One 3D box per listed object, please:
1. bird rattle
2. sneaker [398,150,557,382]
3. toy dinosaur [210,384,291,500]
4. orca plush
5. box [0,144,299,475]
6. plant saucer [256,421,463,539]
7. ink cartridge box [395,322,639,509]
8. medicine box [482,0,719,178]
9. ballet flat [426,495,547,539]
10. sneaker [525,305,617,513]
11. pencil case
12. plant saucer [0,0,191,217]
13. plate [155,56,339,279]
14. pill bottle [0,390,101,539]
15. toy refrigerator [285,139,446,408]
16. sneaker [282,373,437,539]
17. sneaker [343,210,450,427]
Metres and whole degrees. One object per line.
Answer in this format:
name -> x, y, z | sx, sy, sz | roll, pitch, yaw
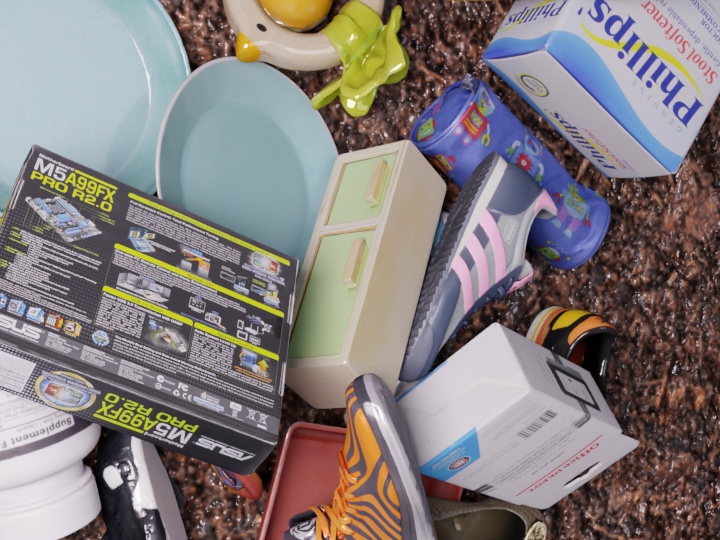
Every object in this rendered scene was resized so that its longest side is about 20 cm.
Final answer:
bird rattle -> -0.027, -0.226, 0.858 | 0.161, 0.113, 0.203 | -2, 86, -16
sneaker -> 0.094, 0.008, 0.875 | 0.081, 0.070, 0.202 | 30, 79, -12
toy dinosaur -> -0.133, 0.107, 0.805 | 0.200, 0.104, 0.183 | -37, 108, -52
orca plush -> -0.167, 0.214, 0.837 | 0.070, 0.106, 0.202 | -17, 120, 2
box -> -0.140, 0.024, 0.704 | 0.198, 0.044, 0.161 | 23, 42, -20
plant saucer -> -0.012, 0.228, 0.911 | 0.198, 0.037, 0.203 | 14, 90, -38
ink cartridge box -> 0.132, 0.127, 0.909 | 0.116, 0.068, 0.199 | -39, 141, 20
medicine box -> 0.241, -0.217, 1.001 | 0.182, 0.103, 0.201 | 37, 76, -24
ballet flat -> 0.093, 0.220, 0.933 | 0.199, 0.046, 0.068 | 19, 92, -37
sneaker -> 0.176, 0.132, 0.993 | 0.069, 0.090, 0.203 | 18, 85, -27
pencil case -> 0.133, -0.086, 0.967 | 0.199, 0.078, 0.087 | 38, 65, -24
plant saucer -> -0.221, -0.130, 0.803 | 0.198, 0.036, 0.203 | -2, 93, -28
plate -> -0.084, -0.063, 0.855 | 0.199, 0.025, 0.203 | 12, 74, -46
pill bottle -> -0.242, 0.082, 0.761 | 0.110, 0.111, 0.203 | -16, 101, -26
toy refrigerator -> 0.000, 0.000, 0.857 | 0.070, 0.075, 0.202 | 44, 51, -40
sneaker -> -0.008, 0.170, 0.801 | 0.111, 0.078, 0.202 | -14, 119, 2
sneaker -> 0.031, 0.041, 0.929 | 0.080, 0.076, 0.201 | 31, 76, -10
